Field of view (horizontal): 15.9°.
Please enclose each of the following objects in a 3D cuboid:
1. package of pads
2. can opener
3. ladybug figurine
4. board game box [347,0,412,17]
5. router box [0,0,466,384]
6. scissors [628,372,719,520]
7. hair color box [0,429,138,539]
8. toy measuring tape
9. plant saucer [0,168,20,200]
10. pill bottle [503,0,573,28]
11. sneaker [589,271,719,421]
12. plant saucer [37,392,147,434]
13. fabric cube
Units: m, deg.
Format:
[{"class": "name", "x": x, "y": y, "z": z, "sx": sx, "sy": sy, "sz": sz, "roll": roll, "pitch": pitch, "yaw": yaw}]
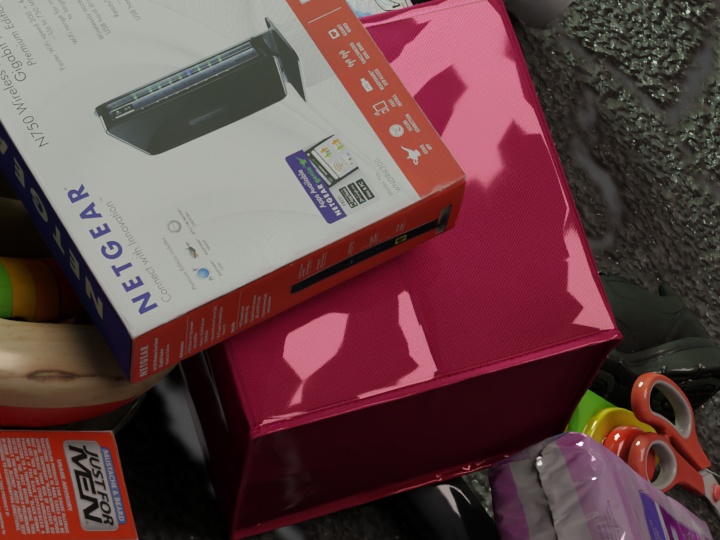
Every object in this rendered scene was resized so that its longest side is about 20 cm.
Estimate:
[{"class": "package of pads", "x": 0.146, "y": 0.177, "z": 1.431, "sx": 0.200, "sy": 0.075, "sz": 0.121, "roll": 38, "pitch": 35, "yaw": -56}, {"class": "can opener", "x": 0.026, "y": 0.135, "z": 1.444, "sx": 0.067, "sy": 0.053, "sz": 0.200, "roll": -35, "pitch": 87, "yaw": -15}, {"class": "ladybug figurine", "x": -0.175, "y": 0.024, "z": 1.219, "sx": 0.200, "sy": 0.072, "sz": 0.136, "roll": 7, "pitch": 37, "yaw": -36}, {"class": "board game box", "x": -0.017, "y": -0.079, "z": 1.545, "sx": 0.199, "sy": 0.043, "sz": 0.200, "roll": -11, "pitch": 70, "yaw": -44}, {"class": "router box", "x": -0.077, "y": -0.071, "z": 1.220, "sx": 0.179, "sy": 0.049, "sz": 0.200, "roll": -26, "pitch": 67, "yaw": -19}, {"class": "scissors", "x": 0.210, "y": 0.122, "z": 1.553, "sx": 0.200, "sy": 0.014, "sz": 0.073, "roll": 34, "pitch": 59, "yaw": -49}, {"class": "hair color box", "x": -0.218, "y": 0.121, "z": 1.192, "sx": 0.200, "sy": 0.111, "sz": 0.064, "roll": 5, "pitch": 60, "yaw": -38}, {"class": "toy measuring tape", "x": 0.162, "y": 0.128, "z": 1.548, "sx": 0.200, "sy": 0.073, "sz": 0.074, "roll": 30, "pitch": 44, "yaw": -42}, {"class": "plant saucer", "x": -0.249, "y": -0.044, "z": 1.291, "sx": 0.200, "sy": 0.029, "sz": 0.201, "roll": 21, "pitch": 51, "yaw": -28}, {"class": "pill bottle", "x": 0.065, "y": -0.253, "z": 1.677, "sx": 0.200, "sy": 0.120, "sz": 0.120, "roll": 37, "pitch": 45, "yaw": -14}, {"class": "sneaker", "x": 0.141, "y": 0.045, "z": 1.585, "sx": 0.200, "sy": 0.076, "sz": 0.091, "roll": 6, "pitch": 49, "yaw": -45}, {"class": "plant saucer", "x": -0.199, "y": 0.014, "z": 1.338, "sx": 0.200, "sy": 0.034, "sz": 0.201, "roll": 22, "pitch": 49, "yaw": -28}, {"class": "fabric cube", "x": 0.000, "y": 0.000, "z": 1.342, "sx": 0.199, "sy": 0.196, "sz": 0.200, "roll": -15, "pitch": 71, "yaw": -13}]
